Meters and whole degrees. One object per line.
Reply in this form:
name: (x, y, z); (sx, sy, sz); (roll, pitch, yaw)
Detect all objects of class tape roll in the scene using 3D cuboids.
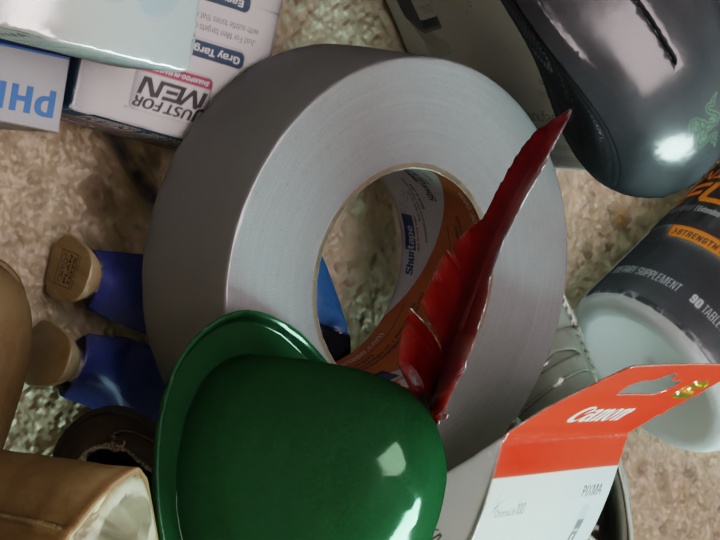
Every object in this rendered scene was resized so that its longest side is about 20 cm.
tape roll: (0.000, 0.000, 1.297); (0.200, 0.066, 0.201); (-10, 106, -38)

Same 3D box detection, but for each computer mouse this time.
computer mouse: (0.107, -0.114, 1.260); (0.138, 0.053, 0.200); (-42, 114, -15)

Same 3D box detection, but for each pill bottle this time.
pill bottle: (0.210, -0.007, 1.482); (0.200, 0.106, 0.107); (-43, 116, -26)

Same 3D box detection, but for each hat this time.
hat: (0.029, 0.079, 1.147); (0.200, 0.175, 0.166); (58, 36, -32)

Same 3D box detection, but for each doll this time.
doll: (-0.055, 0.038, 1.334); (0.199, 0.048, 0.137); (18, 84, -34)

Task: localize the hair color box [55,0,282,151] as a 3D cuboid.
hair color box: (-0.083, -0.159, 1.291); (0.100, 0.060, 0.201); (14, 85, -35)

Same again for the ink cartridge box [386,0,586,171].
ink cartridge box: (0.073, -0.153, 1.349); (0.085, 0.145, 0.201); (-32, 111, -25)

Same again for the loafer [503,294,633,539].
loafer: (0.093, 0.057, 1.425); (0.070, 0.070, 0.201); (-29, 109, -31)

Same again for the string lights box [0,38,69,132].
string lights box: (-0.170, -0.166, 1.230); (0.102, 0.059, 0.201); (9, 89, -35)

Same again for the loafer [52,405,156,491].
loafer: (-0.068, 0.147, 1.242); (0.073, 0.071, 0.200); (-43, 87, 3)

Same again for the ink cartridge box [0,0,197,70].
ink cartridge box: (-0.142, -0.177, 1.157); (0.199, 0.047, 0.161); (11, 88, -46)

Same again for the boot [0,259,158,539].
boot: (-0.140, 0.081, 1.183); (0.066, 0.200, 0.176); (23, 81, -33)

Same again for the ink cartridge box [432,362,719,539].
ink cartridge box: (0.080, 0.110, 1.321); (0.047, 0.200, 0.160); (63, 22, 14)
